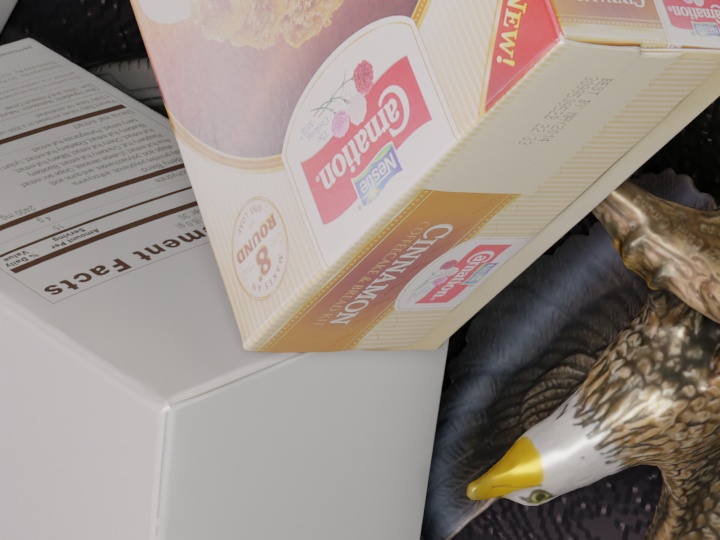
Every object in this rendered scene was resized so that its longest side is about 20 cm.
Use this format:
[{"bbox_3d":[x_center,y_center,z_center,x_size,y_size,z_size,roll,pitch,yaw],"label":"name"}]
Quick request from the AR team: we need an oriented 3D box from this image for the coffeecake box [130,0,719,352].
[{"bbox_3d":[0.005,-0.101,0.805,0.154,0.073,0.201,-44,57,43],"label":"coffeecake box"}]

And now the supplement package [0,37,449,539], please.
[{"bbox_3d":[-0.086,0.031,0.911,0.200,0.120,0.122,31,127,35],"label":"supplement package"}]

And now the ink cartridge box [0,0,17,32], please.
[{"bbox_3d":[-0.214,-0.169,1.014,0.200,0.144,0.147,47,130,16],"label":"ink cartridge box"}]

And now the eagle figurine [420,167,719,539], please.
[{"bbox_3d":[0.092,0.042,0.869,0.200,0.150,0.152,94,178,-62],"label":"eagle figurine"}]

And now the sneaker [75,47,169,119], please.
[{"bbox_3d":[-0.089,-0.020,1.029,0.199,0.060,0.105,-8,101,48],"label":"sneaker"}]
